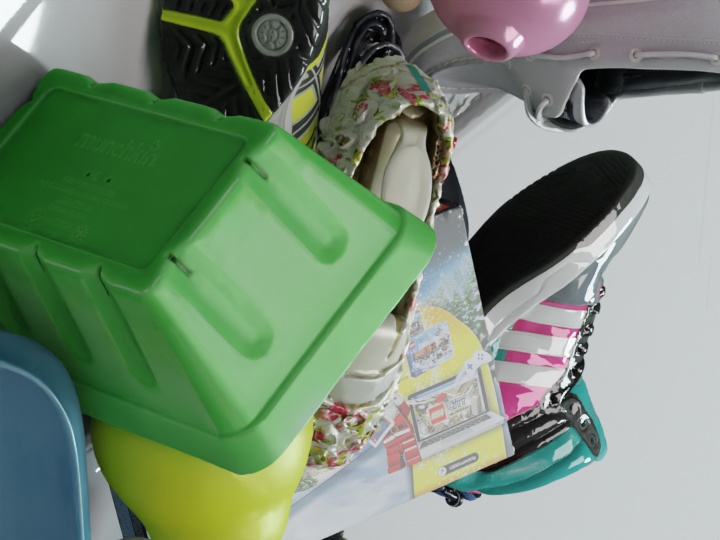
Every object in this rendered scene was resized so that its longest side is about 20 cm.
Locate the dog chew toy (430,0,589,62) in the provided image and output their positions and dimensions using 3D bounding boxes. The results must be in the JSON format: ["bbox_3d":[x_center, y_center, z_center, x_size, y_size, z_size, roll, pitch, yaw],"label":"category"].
[{"bbox_3d":[0.089,-0.189,1.427,0.125,0.124,0.200,61,42,-57],"label":"dog chew toy"}]

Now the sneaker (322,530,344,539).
[{"bbox_3d":[-0.076,0.192,1.560,0.200,0.076,0.091,-58,179,-28],"label":"sneaker"}]

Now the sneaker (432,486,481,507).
[{"bbox_3d":[0.030,0.081,1.614,0.200,0.089,0.079,-8,122,-56],"label":"sneaker"}]

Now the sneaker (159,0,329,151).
[{"bbox_3d":[-0.051,-0.094,1.378,0.076,0.075,0.200,-54,160,-63],"label":"sneaker"}]

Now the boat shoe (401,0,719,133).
[{"bbox_3d":[0.110,-0.104,1.485,0.072,0.200,0.069,30,58,-60],"label":"boat shoe"}]

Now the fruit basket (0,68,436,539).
[{"bbox_3d":[-0.067,0.029,1.280,0.156,0.216,0.216,-52,150,-18],"label":"fruit basket"}]

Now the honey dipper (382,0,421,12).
[{"bbox_3d":[0.016,-0.151,1.402,0.038,0.038,0.200,-62,172,-4],"label":"honey dipper"}]

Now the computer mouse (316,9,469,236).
[{"bbox_3d":[0.012,-0.028,1.536,0.139,0.053,0.200,-56,151,-16],"label":"computer mouse"}]

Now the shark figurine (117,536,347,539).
[{"bbox_3d":[-0.095,0.173,1.356,0.090,0.214,0.128,-114,-140,-80],"label":"shark figurine"}]

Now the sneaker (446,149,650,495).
[{"bbox_3d":[0.099,0.042,1.553,0.200,0.084,0.121,-46,124,1],"label":"sneaker"}]

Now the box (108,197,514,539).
[{"bbox_3d":[-0.030,0.060,1.436,0.200,0.038,0.137,-22,111,-23],"label":"box"}]

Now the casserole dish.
[{"bbox_3d":[-0.169,0.093,1.275,0.039,0.121,0.200,-64,159,-51],"label":"casserole dish"}]

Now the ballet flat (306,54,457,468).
[{"bbox_3d":[0.000,0.000,1.379,0.076,0.064,0.200,5,99,-24],"label":"ballet flat"}]
